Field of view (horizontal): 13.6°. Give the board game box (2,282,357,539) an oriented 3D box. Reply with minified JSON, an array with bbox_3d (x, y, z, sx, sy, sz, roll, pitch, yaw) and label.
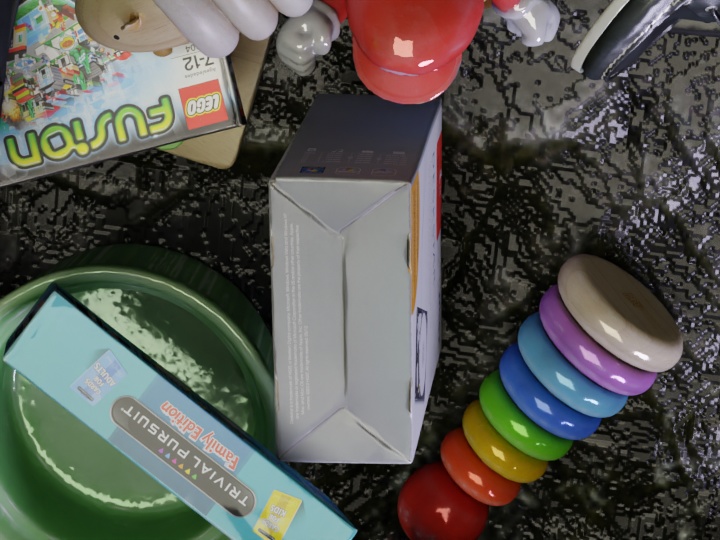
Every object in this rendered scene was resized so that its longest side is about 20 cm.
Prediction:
[{"bbox_3d":[-0.100,0.087,1.613,0.200,0.151,0.047,38,87,-6],"label":"board game box"}]

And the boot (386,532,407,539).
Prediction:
[{"bbox_3d":[0.063,0.184,1.715,0.096,0.200,0.075,-4,83,1],"label":"boot"}]

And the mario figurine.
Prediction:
[{"bbox_3d":[0.031,-0.130,1.617,0.123,0.200,0.106,-37,98,15],"label":"mario figurine"}]

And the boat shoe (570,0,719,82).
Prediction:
[{"bbox_3d":[0.196,-0.158,1.560,0.199,0.074,0.066,-44,85,9],"label":"boat shoe"}]

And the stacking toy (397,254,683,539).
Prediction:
[{"bbox_3d":[0.095,0.089,1.739,0.085,0.085,0.200,37,111,-5],"label":"stacking toy"}]

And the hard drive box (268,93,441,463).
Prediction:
[{"bbox_3d":[0.000,0.000,1.658,0.076,0.200,0.157,1,107,5],"label":"hard drive box"}]

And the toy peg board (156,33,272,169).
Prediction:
[{"bbox_3d":[-0.144,-0.169,1.679,0.199,0.098,0.200,18,107,1],"label":"toy peg board"}]

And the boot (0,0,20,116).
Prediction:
[{"bbox_3d":[-0.214,-0.128,1.524,0.073,0.162,0.200,5,99,0],"label":"boot"}]

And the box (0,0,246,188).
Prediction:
[{"bbox_3d":[-0.170,-0.107,1.630,0.199,0.035,0.111,-15,93,3],"label":"box"}]

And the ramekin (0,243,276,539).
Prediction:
[{"bbox_3d":[-0.136,0.082,1.749,0.198,0.098,0.202,2,106,6],"label":"ramekin"}]

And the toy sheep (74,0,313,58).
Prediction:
[{"bbox_3d":[-0.065,-0.186,1.545,0.200,0.138,0.138,-42,98,6],"label":"toy sheep"}]

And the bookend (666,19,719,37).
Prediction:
[{"bbox_3d":[0.157,-0.216,1.634,0.198,0.092,0.200,6,107,6],"label":"bookend"}]
